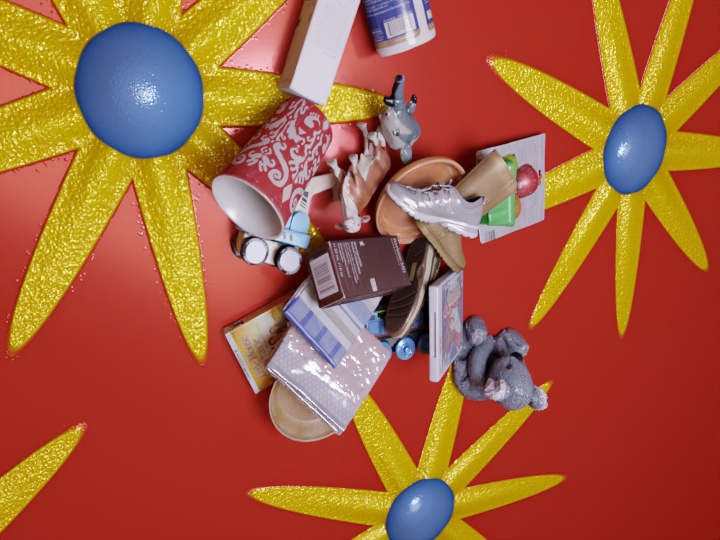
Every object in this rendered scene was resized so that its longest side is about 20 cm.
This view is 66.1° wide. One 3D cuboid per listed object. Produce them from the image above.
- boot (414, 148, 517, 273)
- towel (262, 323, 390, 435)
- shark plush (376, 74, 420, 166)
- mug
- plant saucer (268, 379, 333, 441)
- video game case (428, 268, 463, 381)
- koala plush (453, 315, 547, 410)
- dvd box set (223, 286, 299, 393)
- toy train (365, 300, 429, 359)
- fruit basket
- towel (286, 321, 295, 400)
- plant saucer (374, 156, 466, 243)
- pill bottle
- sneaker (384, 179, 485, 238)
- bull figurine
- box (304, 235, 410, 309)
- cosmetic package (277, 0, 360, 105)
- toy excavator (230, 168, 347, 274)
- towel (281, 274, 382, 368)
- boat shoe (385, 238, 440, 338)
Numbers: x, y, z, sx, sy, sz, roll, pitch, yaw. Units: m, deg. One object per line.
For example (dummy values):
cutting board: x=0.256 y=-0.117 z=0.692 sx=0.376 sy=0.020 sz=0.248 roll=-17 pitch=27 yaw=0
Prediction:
boot: x=0.222 y=-0.105 z=1.068 sx=0.198 sy=0.067 sz=0.175 roll=-38 pitch=131 yaw=12
towel: x=-0.056 y=0.163 z=1.023 sx=0.199 sy=0.032 sz=0.193 roll=42 pitch=60 yaw=-11
shark plush: x=0.068 y=-0.280 z=0.977 sx=0.083 sy=0.091 sz=0.201 roll=-43 pitch=149 yaw=-7
mug: x=-0.152 y=-0.181 z=0.904 sx=0.204 sy=0.172 sz=0.135 roll=-60 pitch=162 yaw=-28
plant saucer: x=-0.088 y=0.239 z=1.087 sx=0.193 sy=0.035 sz=0.208 roll=-9 pitch=114 yaw=-20
video game case: x=0.177 y=0.101 z=1.128 sx=0.022 sy=0.199 sz=0.190 roll=3 pitch=103 yaw=23
koala plush: x=0.308 y=0.235 z=1.211 sx=0.172 sy=0.200 sz=0.189 roll=18 pitch=101 yaw=-26
dvd box set: x=-0.150 y=0.129 z=1.081 sx=0.195 sy=0.029 sz=0.150 roll=-27 pitch=116 yaw=-13
toy train: x=0.080 y=0.118 z=1.145 sx=0.193 sy=0.086 sz=0.119 roll=-8 pitch=104 yaw=-20
fruit basket: x=0.314 y=-0.174 z=1.158 sx=0.195 sy=0.093 sz=0.192 roll=-22 pitch=116 yaw=-31
towel: x=-0.078 y=0.186 z=1.104 sx=0.147 sy=0.023 sz=0.207 roll=-8 pitch=114 yaw=-22
plant saucer: x=0.112 y=-0.138 z=1.060 sx=0.194 sy=0.038 sz=0.204 roll=-19 pitch=143 yaw=-14
pill bottle: x=0.052 y=-0.478 z=0.922 sx=0.108 sy=0.111 sz=0.206 roll=-25 pitch=115 yaw=-12
sneaker: x=0.133 y=-0.128 z=0.983 sx=0.194 sy=0.075 sz=0.084 roll=16 pitch=106 yaw=-21
bull figurine: x=-0.002 y=-0.164 z=0.979 sx=0.203 sy=0.063 sz=0.124 roll=-62 pitch=147 yaw=-38
box: x=0.000 y=0.000 z=1.007 sx=0.197 sy=0.074 sz=0.104 roll=-9 pitch=79 yaw=-51
cosmetic package: x=-0.067 y=-0.385 z=0.910 sx=0.072 sy=0.101 sz=0.206 roll=17 pitch=99 yaw=-25
toy excavator: x=-0.121 y=-0.101 z=0.991 sx=0.189 sy=0.099 sz=0.208 roll=13 pitch=93 yaw=-27
towel: x=-0.047 y=0.059 z=1.027 sx=0.147 sy=0.024 sz=0.201 roll=46 pitch=50 yaw=-11
boat shoe: x=0.114 y=0.044 z=1.091 sx=0.074 sy=0.073 sz=0.208 roll=35 pitch=70 yaw=-39
